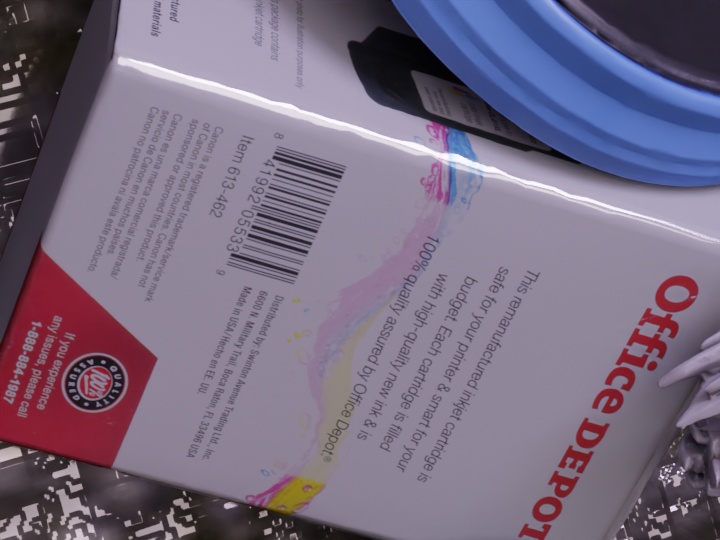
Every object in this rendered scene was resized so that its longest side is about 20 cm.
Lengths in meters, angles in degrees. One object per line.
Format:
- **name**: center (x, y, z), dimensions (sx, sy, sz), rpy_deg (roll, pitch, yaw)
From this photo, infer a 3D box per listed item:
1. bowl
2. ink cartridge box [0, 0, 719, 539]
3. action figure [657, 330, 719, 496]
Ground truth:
- **bowl**: center (0.082, -0.125, 0.694), dimensions (0.201, 0.039, 0.201), rpy_deg (14, 63, -29)
- **ink cartridge box**: center (0.000, 0.000, 0.725), dimensions (0.200, 0.083, 0.146), rpy_deg (16, 124, -14)
- **action figure**: center (0.162, 0.059, 0.692), dimensions (0.130, 0.069, 0.200), rpy_deg (-14, 120, 24)
